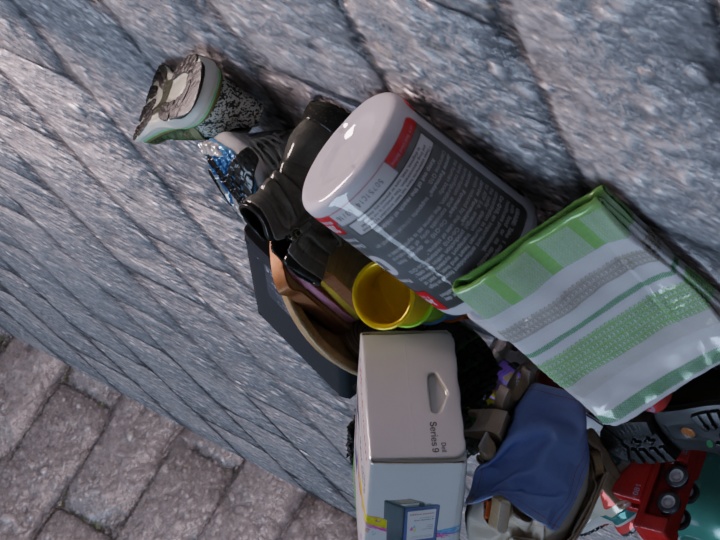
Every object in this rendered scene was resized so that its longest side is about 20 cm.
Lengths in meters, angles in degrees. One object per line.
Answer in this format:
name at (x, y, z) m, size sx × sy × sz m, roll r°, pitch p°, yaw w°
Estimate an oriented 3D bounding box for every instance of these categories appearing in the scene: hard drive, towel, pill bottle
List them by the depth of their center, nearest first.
towel at (0.187, 0.034, 1.459) m, size 0.200 × 0.149 × 0.031 m, roll 39°, pitch -152°, yaw -31°
pill bottle at (0.064, -0.037, 1.490) m, size 0.200 × 0.114 × 0.114 m, roll 37°, pitch 166°, yaw -19°
hard drive at (-0.053, 0.039, 1.862) m, size 0.140 × 0.033 × 0.200 m, roll 44°, pitch 164°, yaw 18°

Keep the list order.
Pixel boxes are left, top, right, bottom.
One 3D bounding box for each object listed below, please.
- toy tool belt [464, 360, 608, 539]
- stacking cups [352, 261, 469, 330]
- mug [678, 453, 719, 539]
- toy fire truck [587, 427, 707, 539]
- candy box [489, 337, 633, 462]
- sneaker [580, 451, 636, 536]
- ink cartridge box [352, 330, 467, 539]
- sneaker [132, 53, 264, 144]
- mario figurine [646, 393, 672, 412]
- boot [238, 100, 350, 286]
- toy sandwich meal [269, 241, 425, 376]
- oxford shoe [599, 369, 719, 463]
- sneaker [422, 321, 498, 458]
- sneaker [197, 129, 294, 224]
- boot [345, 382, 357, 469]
toy tool belt at (0.150, 0.149, 1.634) m, size 0.125 × 0.200 × 0.123 m, roll 11°, pitch 154°, yaw 15°
stacking cups at (0.064, 0.021, 1.670) m, size 0.060 × 0.061 × 0.200 m, roll 25°, pitch -170°, yaw 25°
mug at (0.361, 0.229, 1.790) m, size 0.152 × 0.114 × 0.185 m, roll 30°, pitch 166°, yaw 5°
toy fire truck at (0.227, 0.181, 1.693) m, size 0.141 × 0.200 × 0.049 m, roll 12°, pitch 159°, yaw 28°
candy box at (0.217, 0.122, 1.819) m, size 0.200 × 0.072 × 0.168 m, roll 33°, pitch 166°, yaw -2°
sneaker at (0.219, 0.198, 1.822) m, size 0.093 × 0.070 × 0.200 m, roll 50°, pitch 167°, yaw -4°
ink cartridge box at (0.040, 0.169, 1.666) m, size 0.087 × 0.145 × 0.200 m, roll 0°, pitch 138°, yaw -5°
sneaker at (-0.143, -0.136, 1.704) m, size 0.089 × 0.077 × 0.200 m, roll 24°, pitch 173°, yaw -19°
mario figurine at (0.171, 0.062, 1.609) m, size 0.200 × 0.123 × 0.106 m, roll 34°, pitch 125°, yaw 18°
boot at (-0.013, -0.040, 1.615) m, size 0.200 × 0.131 × 0.068 m, roll 41°, pitch 164°, yaw -34°
toy sandwich meal at (0.000, 0.000, 1.715) m, size 0.070 × 0.205 × 0.205 m, roll -28°, pitch 125°, yaw 37°
oxford shoe at (0.302, 0.111, 1.613) m, size 0.200 × 0.084 × 0.073 m, roll -1°, pitch 134°, yaw 34°
sneaker at (0.078, 0.101, 1.788) m, size 0.085 × 0.078 × 0.200 m, roll 51°, pitch 166°, yaw 31°
sneaker at (-0.086, -0.097, 1.662) m, size 0.075 × 0.087 × 0.200 m, roll 55°, pitch 176°, yaw 0°
boot at (0.041, 0.142, 1.891) m, size 0.073 × 0.163 × 0.198 m, roll 2°, pitch 146°, yaw 16°
